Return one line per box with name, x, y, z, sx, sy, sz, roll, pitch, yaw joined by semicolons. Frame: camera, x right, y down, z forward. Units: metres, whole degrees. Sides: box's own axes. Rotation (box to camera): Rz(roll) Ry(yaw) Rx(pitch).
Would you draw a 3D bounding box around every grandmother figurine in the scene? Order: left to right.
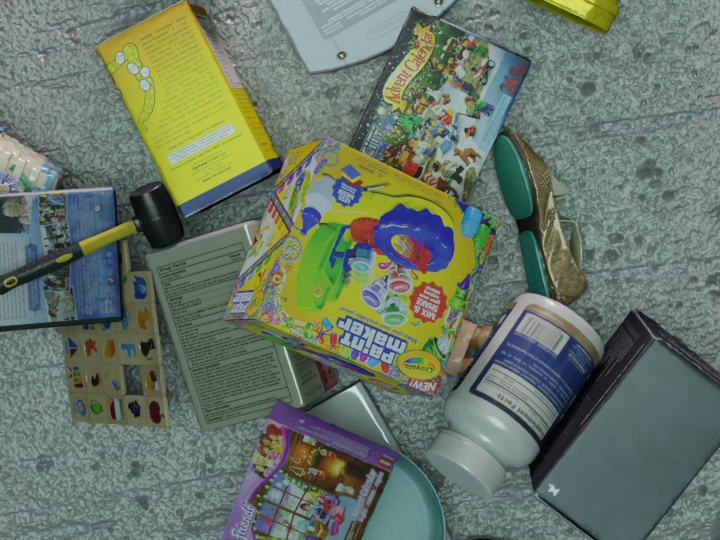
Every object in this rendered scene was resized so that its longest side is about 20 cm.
grandmother figurine;0.035;0.055;1.758;0.200;0.061;0.121;26;70;5

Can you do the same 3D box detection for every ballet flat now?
ballet flat;0.195;-0.057;1.737;0.065;0.071;0.200;-17;97;-21

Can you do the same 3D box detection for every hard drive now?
hard drive;-0.006;0.237;1.791;0.132;0.027;0.200;-30;93;7

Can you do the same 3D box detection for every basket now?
basket;-0.426;-0.085;1.738;0.200;0.139;0.176;18;96;-6

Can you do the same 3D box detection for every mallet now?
mallet;-0.281;-0.034;1.668;0.200;0.041;0.066;-18;105;-15

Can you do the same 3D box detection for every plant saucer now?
plant saucer;-0.007;0.278;1.769;0.200;0.027;0.200;1;95;6

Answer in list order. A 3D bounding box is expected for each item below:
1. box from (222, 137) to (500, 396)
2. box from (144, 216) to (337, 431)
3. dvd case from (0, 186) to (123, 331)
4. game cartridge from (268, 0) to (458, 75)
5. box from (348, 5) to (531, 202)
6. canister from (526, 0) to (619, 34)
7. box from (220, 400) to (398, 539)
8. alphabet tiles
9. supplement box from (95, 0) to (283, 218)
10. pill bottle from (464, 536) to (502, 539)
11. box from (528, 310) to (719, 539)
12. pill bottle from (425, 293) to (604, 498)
box;0.000;0.000;1.630;0.200;0.122;0.193;24;80;-19
box;-0.124;0.053;1.729;0.128;0.109;0.200;-15;94;22
dvd case;-0.348;-0.009;1.686;0.200;0.018;0.143;-5;102;-14
game cartridge;0.010;-0.296;1.735;0.200;0.040;0.133;-28;89;7
box;0.075;-0.158;1.723;0.137;0.038;0.200;23;103;-6
canister;0.230;-0.365;1.685;0.148;0.087;0.200;25;96;2
box;-0.058;0.244;1.699;0.137;0.039;0.200;23;121;3
alphabet tiles;-0.270;0.067;1.755;0.167;0.008;0.200;-1;97;44
supplement box;-0.177;-0.169;1.725;0.109;0.109;0.200;-27;92;6
pill bottle;0.127;0.354;1.704;0.112;0.200;0.112;0;95;5
box;0.276;0.163;1.675;0.124;0.197;0.200;37;98;1
pill bottle;0.156;0.132;1.692;0.111;0.111;0.200;36;73;1
